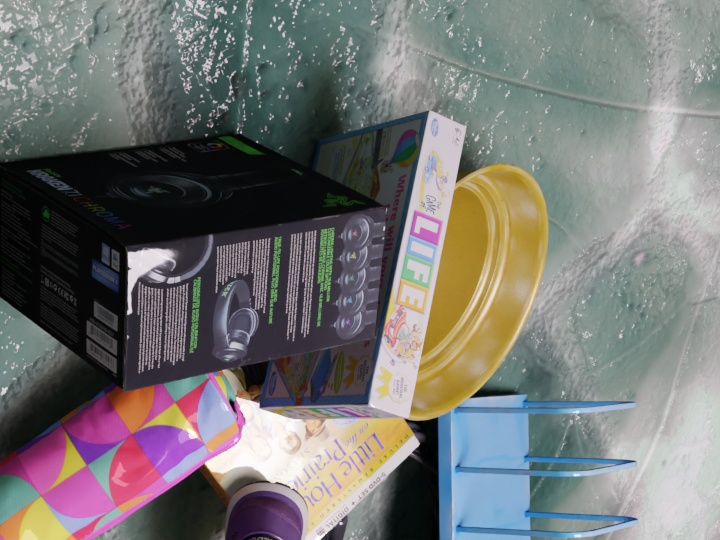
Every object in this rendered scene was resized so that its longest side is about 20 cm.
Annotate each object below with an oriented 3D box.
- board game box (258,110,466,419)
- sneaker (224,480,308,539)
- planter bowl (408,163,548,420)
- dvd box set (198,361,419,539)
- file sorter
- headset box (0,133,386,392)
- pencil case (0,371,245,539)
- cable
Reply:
[{"bbox_3d":[0.000,0.000,1.119,0.034,0.134,0.201,21,74,-32],"label":"board game box"},{"bbox_3d":[-0.077,0.254,1.166,0.075,0.088,0.201,2,118,1],"label":"sneaker"},{"bbox_3d":[0.047,0.003,1.225,0.200,0.083,0.201,-30,132,-39],"label":"planter bowl"},{"bbox_3d":[-0.061,0.097,1.192,0.146,0.029,0.200,-40,114,-19],"label":"dvd box set"},{"bbox_3d":[0.146,0.201,1.307,0.139,0.122,0.201,4,86,-58],"label":"file sorter"},{"bbox_3d":[-0.103,-0.013,1.045,0.199,0.174,0.093,-10,115,-35],"label":"headset box"},{"bbox_3d":[-0.169,0.130,1.089,0.200,0.088,0.088,-37,129,-4],"label":"pencil case"},{"bbox_3d":[0.012,0.195,1.319,0.163,0.051,0.200,-49,134,-6],"label":"cable"}]
